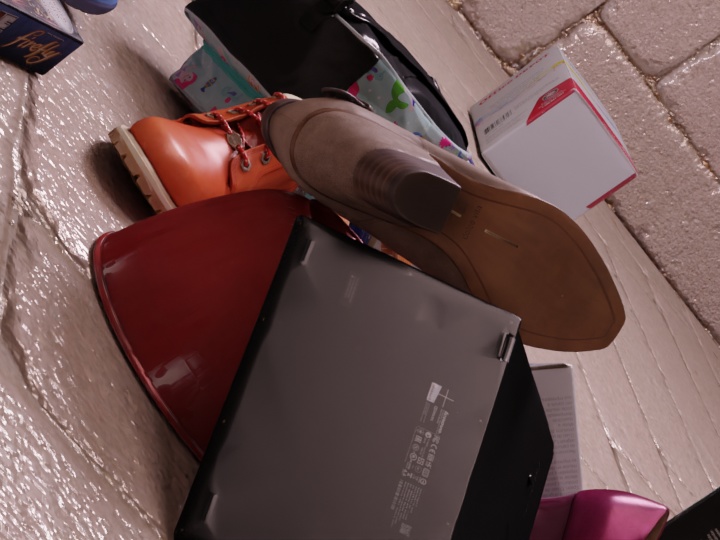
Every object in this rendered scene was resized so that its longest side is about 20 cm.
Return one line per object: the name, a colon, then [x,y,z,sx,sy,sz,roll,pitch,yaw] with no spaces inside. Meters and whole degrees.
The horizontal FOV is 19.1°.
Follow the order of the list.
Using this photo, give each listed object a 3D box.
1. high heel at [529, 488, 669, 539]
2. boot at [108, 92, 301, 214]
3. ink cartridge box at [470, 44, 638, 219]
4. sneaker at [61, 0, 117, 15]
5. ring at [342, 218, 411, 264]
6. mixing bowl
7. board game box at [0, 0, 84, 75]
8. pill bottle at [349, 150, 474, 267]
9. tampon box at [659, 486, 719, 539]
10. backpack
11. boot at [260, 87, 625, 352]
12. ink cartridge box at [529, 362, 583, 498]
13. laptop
high heel: [0.122,0.214,1.166,0.067,0.096,0.201,69,22,-67]
boot: [-0.081,-0.076,1.309,0.075,0.107,0.200,58,14,11]
ink cartridge box: [0.240,-0.165,2.684,0.145,0.145,0.200,50,13,-19]
sneaker: [-0.208,-0.253,1.356,0.200,0.082,0.074,53,11,-16]
ring: [0.000,0.000,1.380,0.200,0.019,0.202,3,90,-73]
mixing bowl: [-0.041,0.032,1.161,0.200,0.108,0.200,52,13,-17]
board game box: [-0.245,-0.212,1.214,0.200,0.035,0.135,58,13,16]
pill bottle: [0.042,-0.054,1.691,0.116,0.116,0.200,46,15,-35]
tampon box: [0.327,0.239,1.781,0.127,0.200,0.150,57,13,10]
backpack: [-0.022,-0.115,1.503,0.200,0.151,0.178,32,11,-49]
boot: [0.039,-0.033,1.153,0.200,0.070,0.146,36,-2,-33]
ink cartridge box: [0.106,0.157,1.324,0.200,0.040,0.201,147,-63,-84]
laptop: [0.012,0.111,1.087,0.199,0.116,0.188,25,60,-9]
